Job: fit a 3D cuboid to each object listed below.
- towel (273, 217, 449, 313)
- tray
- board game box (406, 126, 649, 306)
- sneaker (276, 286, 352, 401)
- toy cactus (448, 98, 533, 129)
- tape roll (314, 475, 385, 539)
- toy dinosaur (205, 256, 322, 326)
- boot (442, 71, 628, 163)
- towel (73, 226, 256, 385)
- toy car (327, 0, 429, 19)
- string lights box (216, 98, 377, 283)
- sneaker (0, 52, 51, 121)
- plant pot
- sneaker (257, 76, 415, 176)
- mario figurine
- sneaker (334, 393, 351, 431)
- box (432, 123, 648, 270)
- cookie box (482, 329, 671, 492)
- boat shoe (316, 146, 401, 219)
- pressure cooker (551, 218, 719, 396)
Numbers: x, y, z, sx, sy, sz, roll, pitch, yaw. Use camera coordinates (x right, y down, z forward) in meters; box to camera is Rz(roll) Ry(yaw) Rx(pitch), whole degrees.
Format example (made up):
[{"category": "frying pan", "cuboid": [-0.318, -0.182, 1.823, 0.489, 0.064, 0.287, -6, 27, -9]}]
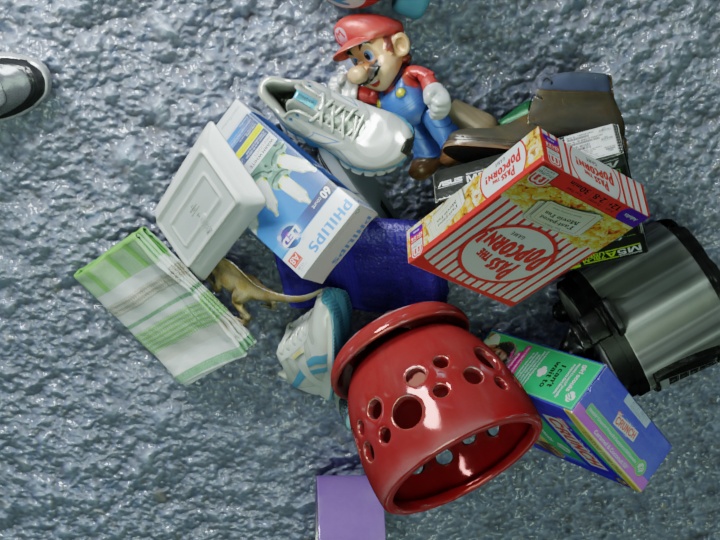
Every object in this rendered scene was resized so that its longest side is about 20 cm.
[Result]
[{"category": "towel", "cuboid": [0.000, 0.000, 1.122, 0.199, 0.050, 0.148, 1, 140, 13]}, {"category": "tray", "cuboid": [-0.178, -0.069, 1.067, 0.108, 0.022, 0.200, 54, 141, 6]}, {"category": "board game box", "cuboid": [0.167, -0.047, 0.983, 0.151, 0.046, 0.200, 21, 139, -29]}, {"category": "sneaker", "cuboid": [-0.058, 0.088, 1.154, 0.081, 0.077, 0.200, 18, 141, 5]}, {"category": "toy cactus", "cuboid": [0.173, -0.144, 1.116, 0.165, 0.102, 0.200, 36, 109, 3]}, {"category": "tape roll", "cuboid": [-0.016, 0.367, 1.240, 0.085, 0.200, 0.201, 0, 112, -5]}, {"category": "toy dinosaur", "cuboid": [-0.134, 0.022, 1.130, 0.200, 0.058, 0.101, 27, 152, 24]}, {"category": "boot", "cuboid": [0.186, -0.163, 1.033, 0.199, 0.075, 0.097, 1, 79, -5]}, {"category": "towel", "cuboid": [-0.239, 0.051, 1.157, 0.149, 0.031, 0.200, -29, 113, 36]}, {"category": "toy car", "cuboid": [0.008, -0.344, 0.950, 0.184, 0.200, 0.177, 17, 108, -10]}, {"category": "string lights box", "cuboid": [-0.090, -0.088, 1.062, 0.200, 0.059, 0.103, 41, 98, 22]}, {"category": "sneaker", "cuboid": [-0.440, -0.182, 1.034, 0.199, 0.114, 0.076, -9, 113, 0]}, {"category": "plant pot", "cuboid": [0.078, 0.147, 1.078, 0.200, 0.183, 0.201, -20, 150, -12]}, {"category": "sneaker", "cuboid": [-0.034, -0.160, 1.021, 0.087, 0.200, 0.075, 31, 83, -56]}, {"category": "mario figurine", "cuboid": [0.031, -0.189, 1.059, 0.123, 0.106, 0.200, -33, 102, 15]}, {"category": "sneaker", "cuboid": [0.068, 0.164, 1.220, 0.199, 0.086, 0.078, -16, 121, 2]}, {"category": "box", "cuboid": [0.201, -0.062, 1.047, 0.199, 0.048, 0.193, -14, 147, 17]}, {"category": "cookie box", "cuboid": [0.245, 0.166, 1.159, 0.075, 0.200, 0.171, -52, 120, -15]}, {"category": "boat shoe", "cuboid": [-0.005, -0.073, 1.133, 0.068, 0.074, 0.199, -23, 126, 23]}, {"category": "pressure cooker", "cuboid": [0.328, 0.055, 1.148, 0.200, 0.179, 0.176, -30, 118, 4]}]
